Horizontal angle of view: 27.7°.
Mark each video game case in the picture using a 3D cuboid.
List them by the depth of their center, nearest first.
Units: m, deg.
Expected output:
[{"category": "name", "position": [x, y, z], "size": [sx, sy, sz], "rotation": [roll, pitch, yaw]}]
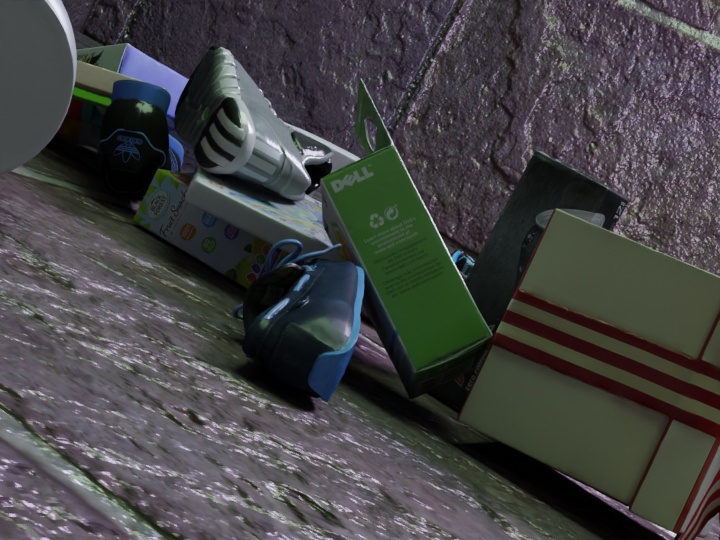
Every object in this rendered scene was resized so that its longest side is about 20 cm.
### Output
[{"category": "video game case", "position": [-0.040, -0.034, 1.146], "size": [0.199, 0.022, 0.182], "rotation": [27, 10, -9]}, {"category": "video game case", "position": [-0.209, -0.148, 1.386], "size": [0.181, 0.046, 0.200], "rotation": [3, -17, 42]}]

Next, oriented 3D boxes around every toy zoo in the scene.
[{"category": "toy zoo", "position": [-0.246, -0.142, 1.301], "size": [0.131, 0.021, 0.200], "rotation": [17, -14, -10]}]

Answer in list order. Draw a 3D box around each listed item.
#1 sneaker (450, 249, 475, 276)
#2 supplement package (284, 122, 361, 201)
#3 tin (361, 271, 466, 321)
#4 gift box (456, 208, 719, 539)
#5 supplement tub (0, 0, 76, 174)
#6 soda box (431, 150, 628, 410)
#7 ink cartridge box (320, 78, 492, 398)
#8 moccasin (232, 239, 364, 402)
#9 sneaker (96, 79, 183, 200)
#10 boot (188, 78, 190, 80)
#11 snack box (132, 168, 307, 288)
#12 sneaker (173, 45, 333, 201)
[{"category": "sneaker", "position": [0.111, 0.021, 1.654], "size": [0.073, 0.082, 0.200], "rotation": [26, 4, -6]}, {"category": "supplement package", "position": [-0.060, -0.104, 1.773], "size": [0.109, 0.114, 0.200], "rotation": [28, 6, 6]}, {"category": "tin", "position": [0.018, 0.006, 1.351], "size": [0.200, 0.042, 0.112], "rotation": [30, 26, 11]}, {"category": "gift box", "position": [0.188, 0.082, 0.976], "size": [0.186, 0.185, 0.200], "rotation": [24, 3, 21]}, {"category": "supplement tub", "position": [-0.255, -0.138, 0.895], "size": [0.145, 0.145, 0.200], "rotation": [26, 6, -28]}, {"category": "soda box", "position": [0.122, 0.015, 1.110], "size": [0.071, 0.201, 0.063], "rotation": [31, 7, 25]}, {"category": "ink cartridge box", "position": [0.017, -0.019, 1.007], "size": [0.104, 0.059, 0.201], "rotation": [92, -27, -76]}, {"category": "moccasin", "position": [-0.038, 0.019, 0.902], "size": [0.068, 0.081, 0.200], "rotation": [23, 5, -6]}, {"category": "sneaker", "position": [-0.191, -0.089, 1.239], "size": [0.070, 0.078, 0.200], "rotation": [10, -17, 0]}, {"category": "boot", "position": [-0.237, -0.146, 1.574], "size": [0.199, 0.073, 0.144], "rotation": [0, -28, -15]}, {"category": "snack box", "position": [-0.085, -0.026, 1.214], "size": [0.142, 0.053, 0.200], "rotation": [29, 7, 12]}, {"category": "sneaker", "position": [-0.081, -0.106, 1.169], "size": [0.115, 0.075, 0.200], "rotation": [28, 19, -24]}]
